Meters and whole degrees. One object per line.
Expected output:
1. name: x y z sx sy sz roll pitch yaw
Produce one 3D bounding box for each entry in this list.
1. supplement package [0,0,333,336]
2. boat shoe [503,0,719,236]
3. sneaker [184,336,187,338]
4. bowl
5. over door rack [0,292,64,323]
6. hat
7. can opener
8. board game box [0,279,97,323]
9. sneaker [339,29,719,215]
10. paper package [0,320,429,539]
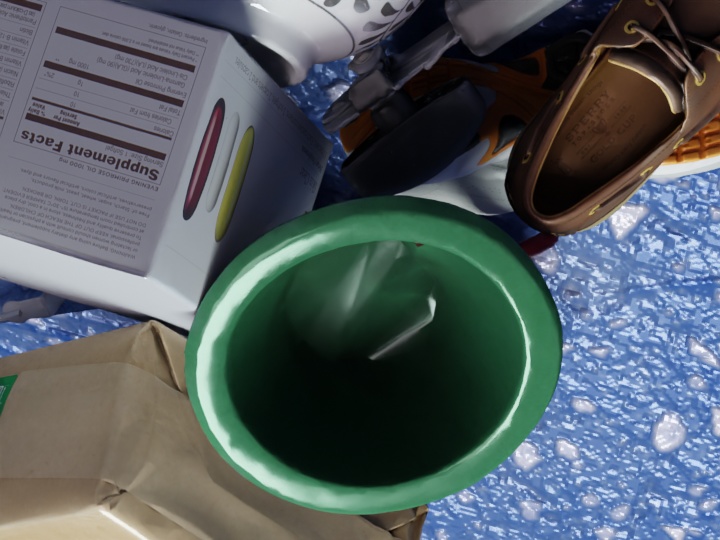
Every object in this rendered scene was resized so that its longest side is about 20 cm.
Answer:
1. supplement package: -0.119 -0.048 1.300 0.155 0.111 0.200 17 173 15
2. boat shoe: 0.138 -0.093 1.293 0.072 0.068 0.200 39 103 0
3. sneaker: -0.002 0.014 1.495 0.199 0.077 0.112 17 123 24
4. bowl: -0.052 -0.140 1.293 0.200 0.095 0.201 15 168 3
5. over door rack: -0.264 -0.004 1.443 0.199 0.067 0.148 -21 120 13
6. hat: 0.000 0.000 1.352 0.165 0.176 0.200 -30 126 10
7. can opener: 0.066 -0.111 1.325 0.200 0.053 0.067 -37 103 18
8. board game box: -0.198 -0.065 1.470 0.198 0.043 0.201 -9 121 7
9. sneaker: 0.095 -0.066 1.397 0.199 0.076 0.092 -1 160 10
10. paper package: -0.108 0.120 1.410 0.190 0.104 0.200 36 148 -32
